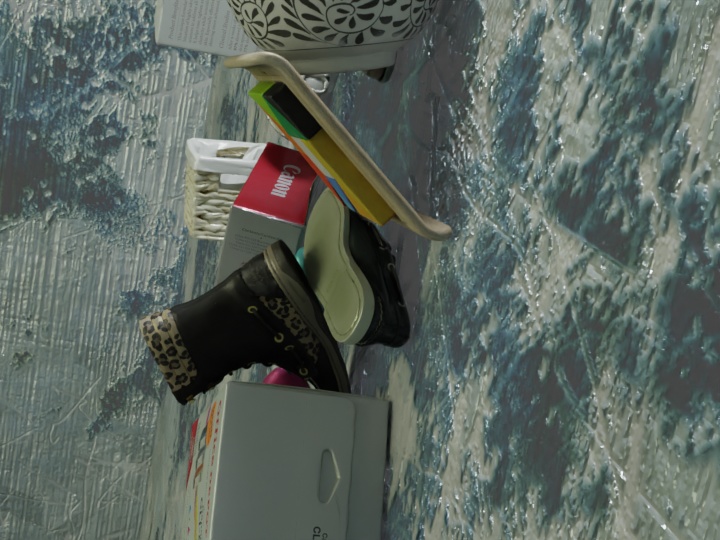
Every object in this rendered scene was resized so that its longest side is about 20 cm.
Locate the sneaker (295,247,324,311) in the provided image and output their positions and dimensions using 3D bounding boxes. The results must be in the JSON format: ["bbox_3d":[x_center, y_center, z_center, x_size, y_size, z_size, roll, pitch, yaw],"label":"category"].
[{"bbox_3d":[-0.048,0.021,1.192,0.200,0.079,0.078,120,155,-62],"label":"sneaker"}]

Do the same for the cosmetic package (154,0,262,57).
[{"bbox_3d":[-0.217,-0.444,1.912,0.166,0.199,0.168,-108,29,-61],"label":"cosmetic package"}]

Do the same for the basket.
[{"bbox_3d":[-0.190,-0.118,1.763,0.200,0.135,0.124,-128,43,-72],"label":"basket"}]

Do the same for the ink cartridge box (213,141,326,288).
[{"bbox_3d":[-0.091,-0.061,1.316,0.200,0.084,0.176,-75,0,-64],"label":"ink cartridge box"}]

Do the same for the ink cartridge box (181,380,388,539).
[{"bbox_3d":[-0.072,0.192,1.053,0.200,0.144,0.146,132,144,-66],"label":"ink cartridge box"}]

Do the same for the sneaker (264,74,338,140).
[{"bbox_3d":[-0.054,-0.231,1.339,0.087,0.074,0.201,-46,27,55],"label":"sneaker"}]

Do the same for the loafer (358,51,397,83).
[{"bbox_3d":[-0.005,-0.252,1.204,0.200,0.063,0.072,-99,21,-52],"label":"loafer"}]

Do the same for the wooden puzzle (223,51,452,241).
[{"bbox_3d":[-0.027,-0.096,0.947,0.037,0.200,0.185,-47,15,-2],"label":"wooden puzzle"}]

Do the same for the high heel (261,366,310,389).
[{"bbox_3d":[-0.086,0.198,1.254,0.096,0.067,0.200,-84,4,-55],"label":"high heel"}]

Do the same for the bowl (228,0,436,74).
[{"bbox_3d":[-0.019,-0.211,0.978,0.201,0.200,0.095,-137,40,-74],"label":"bowl"}]

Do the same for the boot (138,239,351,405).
[{"bbox_3d":[-0.099,0.076,1.090,0.200,0.150,0.073,67,177,-46],"label":"boot"}]

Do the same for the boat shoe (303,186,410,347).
[{"bbox_3d":[0.001,-0.002,1.032,0.075,0.066,0.200,-61,26,21],"label":"boat shoe"}]
